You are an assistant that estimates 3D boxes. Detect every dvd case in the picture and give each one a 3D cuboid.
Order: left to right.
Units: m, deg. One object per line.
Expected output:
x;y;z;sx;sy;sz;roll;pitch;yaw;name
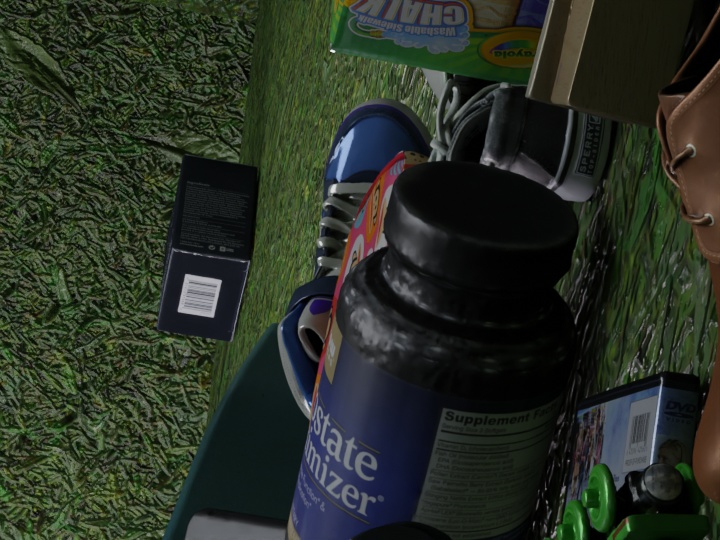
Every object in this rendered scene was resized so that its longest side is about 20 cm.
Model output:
0.092;0.143;0.949;0.143;0.017;0.201;136;142;-80;dvd case

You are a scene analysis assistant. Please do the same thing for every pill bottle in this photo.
0.036;0.058;1.146;0.112;0.111;0.201;-93;14;-63;pill bottle

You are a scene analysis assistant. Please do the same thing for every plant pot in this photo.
-0.050;0.149;1.664;0.141;0.141;0.201;114;174;-65;plant pot

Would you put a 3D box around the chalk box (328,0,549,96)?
0.055;-0.179;1.274;0.200;0.123;0.125;107;171;-47;chalk box

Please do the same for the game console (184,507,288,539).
-0.047;0.237;1.477;0.199;0.031;0.178;4;84;44;game console

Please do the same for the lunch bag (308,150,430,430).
0.027;0.038;1.375;0.176;0.081;0.201;119;160;-69;lunch bag

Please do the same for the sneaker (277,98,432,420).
0.000;0.000;1.520;0.146;0.080;0.201;-25;-62;-73;sneaker

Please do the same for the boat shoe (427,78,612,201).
0.068;-0.057;1.224;0.199;0.068;0.074;-167;86;-83;boat shoe

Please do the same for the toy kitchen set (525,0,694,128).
0.054;-0.178;1.023;0.163;0.179;0.201;-133;57;-83;toy kitchen set

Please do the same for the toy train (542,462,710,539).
0.076;0.126;0.872;0.200;0.041;0.057;114;153;-58;toy train

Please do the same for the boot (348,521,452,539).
0.021;0.193;1.036;0.162;0.073;0.199;4;-74;-62;boot

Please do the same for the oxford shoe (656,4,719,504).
0.118;-0.023;0.747;0.071;0.071;0.201;-130;48;-79;oxford shoe

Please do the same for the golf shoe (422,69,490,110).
0.037;-0.156;1.531;0.200;0.094;0.078;-95;17;-59;golf shoe

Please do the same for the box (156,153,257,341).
-0.205;-0.031;3.359;0.201;0.106;0.149;-89;10;-48;box
